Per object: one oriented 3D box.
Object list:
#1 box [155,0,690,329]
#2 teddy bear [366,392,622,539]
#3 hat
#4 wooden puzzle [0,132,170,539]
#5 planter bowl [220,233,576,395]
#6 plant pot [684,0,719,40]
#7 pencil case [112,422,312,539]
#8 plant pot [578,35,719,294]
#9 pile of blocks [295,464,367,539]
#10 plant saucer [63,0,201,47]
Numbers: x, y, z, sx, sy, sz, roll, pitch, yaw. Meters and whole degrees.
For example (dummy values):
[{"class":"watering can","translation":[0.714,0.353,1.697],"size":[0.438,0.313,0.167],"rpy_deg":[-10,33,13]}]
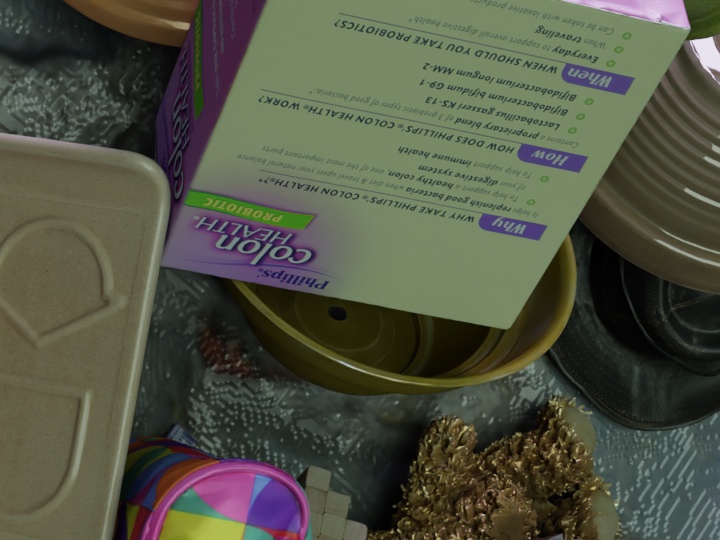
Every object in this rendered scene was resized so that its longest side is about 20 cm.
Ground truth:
[{"class":"box","translation":[0.019,-0.085,0.931],"size":[0.175,0.201,0.097],"rpy_deg":[10,46,-17]},{"class":"teddy bear","translation":[0.057,0.145,1.118],"size":[0.200,0.067,0.145],"rpy_deg":[-45,127,-17]},{"class":"hat","translation":[0.194,-0.006,1.159],"size":[0.199,0.081,0.202],"rpy_deg":[-1,92,-24]},{"class":"wooden puzzle","translation":[-0.177,0.037,0.967],"size":[0.046,0.184,0.202],"rpy_deg":[4,94,-67]},{"class":"planter bowl","translation":[0.000,0.000,1.048],"size":[0.199,0.084,0.201],"rpy_deg":[14,46,-15]},{"class":"plant pot","translation":[0.099,-0.225,0.979],"size":[0.183,0.200,0.202],"rpy_deg":[11,88,-29]},{"class":"pencil case","translation":[-0.080,0.121,0.982],"size":[0.088,0.200,0.089],"rpy_deg":[0,90,-16]},{"class":"plant pot","translation":[0.195,-0.095,1.100],"size":[0.199,0.093,0.202],"rpy_deg":[7,60,-13]},{"class":"pile of blocks","translation":[-0.033,0.182,1.039],"size":[0.062,0.082,0.201],"rpy_deg":[19,124,-12]},{"class":"plant saucer","translation":[-0.077,-0.202,1.001],"size":[0.199,0.037,0.202],"rpy_deg":[3,67,-8]}]
